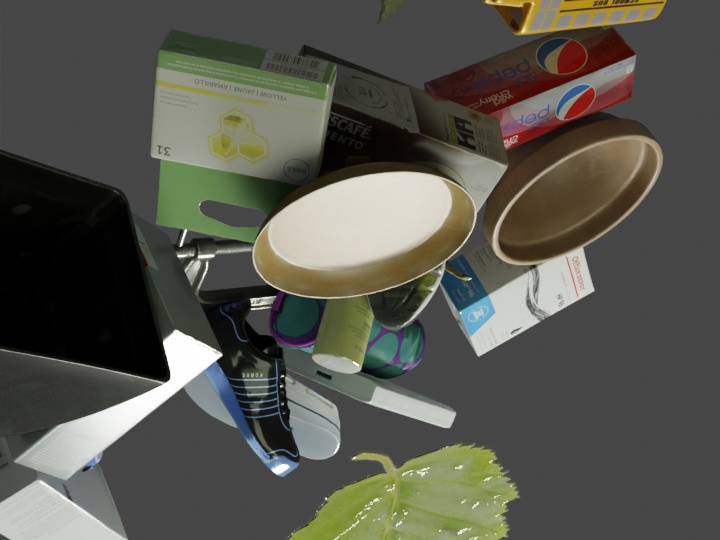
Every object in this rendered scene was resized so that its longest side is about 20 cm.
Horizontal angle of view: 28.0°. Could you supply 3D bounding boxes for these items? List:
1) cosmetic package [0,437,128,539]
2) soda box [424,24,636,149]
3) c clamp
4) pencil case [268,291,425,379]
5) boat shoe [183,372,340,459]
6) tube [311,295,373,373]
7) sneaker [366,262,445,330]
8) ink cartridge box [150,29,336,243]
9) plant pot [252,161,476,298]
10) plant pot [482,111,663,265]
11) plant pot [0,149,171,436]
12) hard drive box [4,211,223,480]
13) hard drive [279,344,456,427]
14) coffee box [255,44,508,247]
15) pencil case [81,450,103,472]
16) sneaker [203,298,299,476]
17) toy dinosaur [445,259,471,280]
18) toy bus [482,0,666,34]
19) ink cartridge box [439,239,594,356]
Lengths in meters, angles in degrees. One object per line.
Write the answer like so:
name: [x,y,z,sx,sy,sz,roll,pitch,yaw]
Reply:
cosmetic package: [-0.335,0.229,1.513,0.081,0.113,0.200,-32,148,3]
soda box: [0.165,-0.174,1.400,0.199,0.070,0.064,-23,145,-11]
c clamp: [-0.110,-0.009,1.445,0.199,0.027,0.171,-2,138,-37]
pencil case: [-0.012,0.059,1.534,0.200,0.092,0.085,26,95,-56]
boat shoe: [-0.105,0.127,1.590,0.201,0.086,0.075,28,126,-19]
tube: [0.000,0.000,1.429,0.052,0.201,0.058,19,158,-12]
sneaker: [0.060,-0.029,1.426,0.074,0.201,0.085,11,160,15]
ink cartridge box: [-0.105,-0.096,1.230,0.145,0.048,0.201,11,125,1]
plant pot: [0.002,-0.038,1.258,0.199,0.028,0.200,-10,151,-6]
plant pot: [0.204,-0.103,1.495,0.200,0.093,0.201,-22,150,-13]
plant pot: [-0.307,0.035,1.223,0.177,0.200,0.200,-35,148,29]
hard drive box: [-0.245,0.068,1.329,0.200,0.156,0.077,-39,145,12]
hard drive: [0.008,0.131,1.614,0.200,0.131,0.027,25,86,-58]
coffee box: [0.017,-0.108,1.301,0.199,0.080,0.115,19,127,-19]
pencil case: [-0.253,0.113,1.447,0.078,0.087,0.200,31,118,-16]
sneaker: [-0.102,0.122,1.496,0.078,0.070,0.201,-29,113,3]
toy dinosaur: [0.053,-0.003,1.512,0.088,0.048,0.200,-7,-175,-6]
toy bus: [0.188,-0.264,1.307,0.199,0.065,0.078,-11,144,-27]
ink cartridge box: [0.196,0.001,1.653,0.199,0.068,0.116,-30,147,-1]
